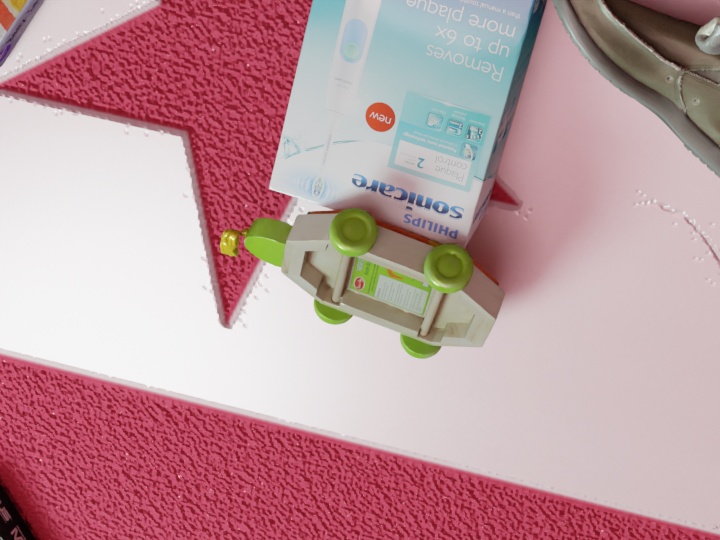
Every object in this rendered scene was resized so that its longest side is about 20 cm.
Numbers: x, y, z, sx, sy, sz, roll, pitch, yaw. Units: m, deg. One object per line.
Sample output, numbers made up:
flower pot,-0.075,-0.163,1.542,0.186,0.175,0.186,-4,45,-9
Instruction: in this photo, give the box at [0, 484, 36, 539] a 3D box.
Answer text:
box,-0.339,0.288,1.609,0.200,0.048,0.193,-26,100,24

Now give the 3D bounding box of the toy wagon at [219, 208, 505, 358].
toy wagon,0.000,0.000,1.351,0.200,0.040,0.155,21,159,2

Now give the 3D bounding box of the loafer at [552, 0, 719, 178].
loafer,0.206,-0.141,1.271,0.200,0.075,0.070,39,111,-18

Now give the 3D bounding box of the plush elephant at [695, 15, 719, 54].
plush elephant,0.279,-0.202,1.179,0.165,0.155,0.200,-14,106,20

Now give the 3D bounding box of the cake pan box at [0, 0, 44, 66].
cake pan box,-0.297,-0.267,1.374,0.200,0.052,0.184,40,114,-2

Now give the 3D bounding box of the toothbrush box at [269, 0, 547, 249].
toothbrush box,0.035,-0.134,1.315,0.146,0.085,0.200,19,116,8
